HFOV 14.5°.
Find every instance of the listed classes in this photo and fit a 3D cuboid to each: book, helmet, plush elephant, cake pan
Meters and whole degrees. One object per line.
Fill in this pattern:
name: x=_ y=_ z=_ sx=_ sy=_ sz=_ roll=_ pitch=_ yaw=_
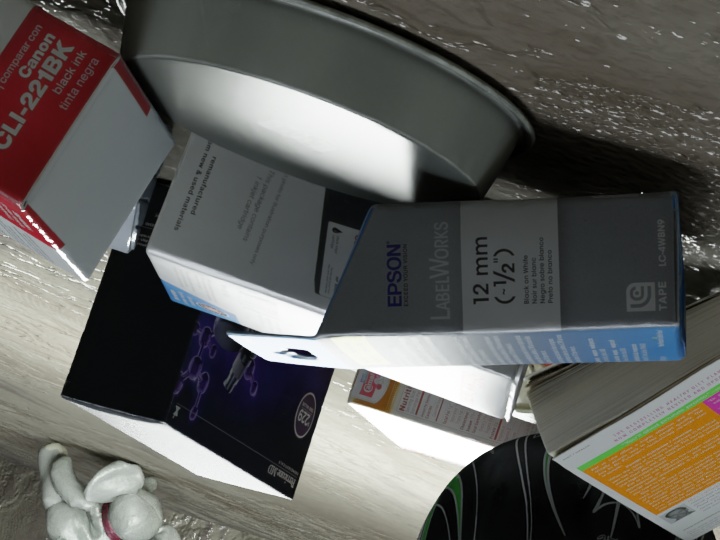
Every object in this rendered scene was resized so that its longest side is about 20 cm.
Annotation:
book: x=0.188 y=0.077 z=1.477 sx=0.134 sy=0.048 sz=0.200 roll=-28 pitch=150 yaw=16
helmet: x=0.117 y=0.186 z=1.642 sx=0.200 sy=0.191 sz=0.200 roll=12 pitch=147 yaw=8
plush elephant: x=-0.313 y=0.303 z=3.557 sx=0.155 sy=0.165 sz=0.200 roll=-16 pitch=-157 yaw=4
cake pan: x=-0.022 y=-0.076 z=1.265 sx=0.200 sy=0.037 sz=0.200 roll=19 pitch=169 yaw=4

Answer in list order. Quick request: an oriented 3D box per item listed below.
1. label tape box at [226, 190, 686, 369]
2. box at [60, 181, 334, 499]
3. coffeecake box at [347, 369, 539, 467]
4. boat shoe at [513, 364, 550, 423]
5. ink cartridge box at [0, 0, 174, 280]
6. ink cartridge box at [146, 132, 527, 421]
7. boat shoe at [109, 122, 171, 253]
label tape box: x=0.048 y=0.007 z=1.297 sx=0.200 sy=0.066 sz=0.143 roll=0 pitch=172 yaw=7
box: x=-0.088 y=0.046 z=1.737 sx=0.079 sy=0.141 sz=0.200 roll=16 pitch=170 yaw=25
coffeecake box: x=0.110 y=0.096 z=1.816 sx=0.200 sy=0.073 sz=0.154 roll=17 pitch=170 yaw=19
boat shoe: x=0.106 y=0.052 z=1.619 sx=0.063 sy=0.071 sz=0.200 roll=25 pitch=173 yaw=-12
ink cartridge box: x=-0.198 y=-0.092 z=1.283 sx=0.200 sy=0.084 sz=0.144 roll=30 pitch=172 yaw=12
ink cartridge box: x=0.000 y=0.000 z=1.486 sx=0.200 sy=0.084 sz=0.145 roll=20 pitch=170 yaw=5
boat shoe: x=-0.143 y=-0.049 z=1.543 sx=0.062 sy=0.072 sz=0.200 roll=18 pitch=173 yaw=-5
